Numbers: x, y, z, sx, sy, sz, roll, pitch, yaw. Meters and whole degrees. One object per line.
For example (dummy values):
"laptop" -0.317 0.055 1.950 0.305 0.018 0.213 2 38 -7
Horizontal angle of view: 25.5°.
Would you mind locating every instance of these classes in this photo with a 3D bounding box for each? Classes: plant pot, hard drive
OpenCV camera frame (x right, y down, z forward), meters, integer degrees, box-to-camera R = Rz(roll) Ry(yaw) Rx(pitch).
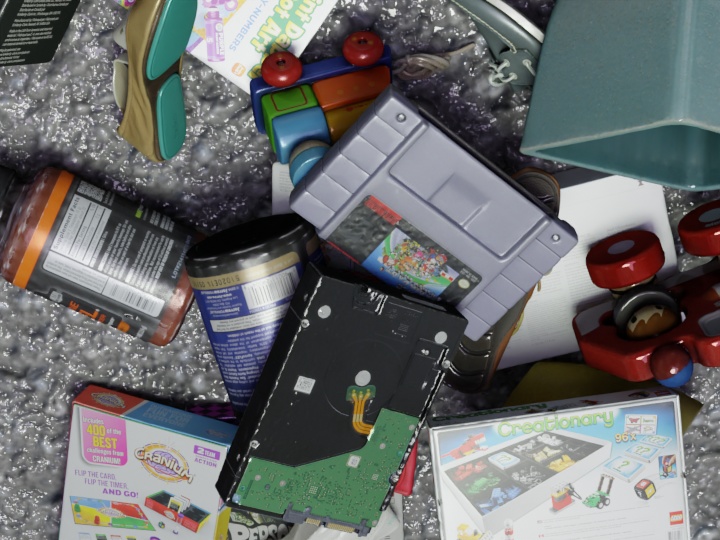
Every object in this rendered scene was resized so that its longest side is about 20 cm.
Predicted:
"plant pot" 0.187 0.161 1.399 0.142 0.200 0.201 34 107 13
"plant pot" 0.262 -0.183 1.241 0.195 0.196 0.202 9 82 -30
"hard drive" -0.015 0.104 1.247 0.139 0.038 0.201 16 103 -26

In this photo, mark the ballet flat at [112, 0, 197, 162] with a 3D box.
"ballet flat" -0.174 -0.169 1.282 0.063 0.069 0.201 28 139 15

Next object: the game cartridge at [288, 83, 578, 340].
"game cartridge" 0.057 -0.039 1.245 0.199 0.038 0.130 35 110 -21

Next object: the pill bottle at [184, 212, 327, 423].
"pill bottle" -0.064 0.063 1.306 0.111 0.112 0.201 -16 103 4

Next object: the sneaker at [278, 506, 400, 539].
"sneaker" -0.047 0.278 1.445 0.088 0.075 0.200 39 104 -27

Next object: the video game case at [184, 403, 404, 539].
"video game case" -0.058 0.208 1.472 0.198 0.036 0.183 -2 109 -1

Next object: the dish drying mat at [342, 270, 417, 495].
"dish drying mat" 0.014 0.099 1.357 0.076 0.018 0.201 10 117 17

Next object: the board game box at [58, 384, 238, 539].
"board game box" -0.195 0.218 1.444 0.152 0.040 0.201 15 112 10

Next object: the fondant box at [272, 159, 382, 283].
"fondant box" 0.000 0.000 1.361 0.143 0.058 0.201 8 114 14

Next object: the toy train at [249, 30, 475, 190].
"toy train" 0.019 -0.130 1.292 0.199 0.116 0.085 -15 140 -9

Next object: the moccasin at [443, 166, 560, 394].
"moccasin" 0.120 0.006 1.338 0.073 0.078 0.203 16 112 10

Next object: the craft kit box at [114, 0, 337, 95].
"craft kit box" -0.102 -0.272 1.293 0.197 0.049 0.200 32 106 -15

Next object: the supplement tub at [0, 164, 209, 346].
"supplement tub" -0.233 -0.019 1.347 0.199 0.107 0.107 24 108 -9

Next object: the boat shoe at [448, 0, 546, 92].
"boat shoe" 0.139 -0.169 1.323 0.200 0.073 0.062 37 101 -19

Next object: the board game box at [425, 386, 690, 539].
"board game box" 0.157 0.168 1.259 0.198 0.035 0.127 -7 101 -3

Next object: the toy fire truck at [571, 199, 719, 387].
"toy fire truck" 0.275 0.033 1.296 0.199 0.168 0.113 -20 109 5

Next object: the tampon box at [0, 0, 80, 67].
"tampon box" -0.281 -0.279 1.219 0.149 0.126 0.201 34 107 8

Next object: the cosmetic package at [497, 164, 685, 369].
"cosmetic package" 0.175 -0.006 1.394 0.198 0.052 0.152 -13 111 3
